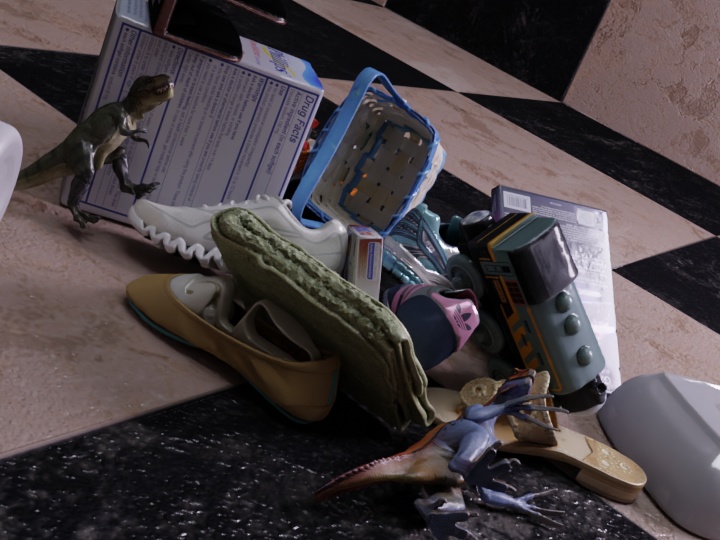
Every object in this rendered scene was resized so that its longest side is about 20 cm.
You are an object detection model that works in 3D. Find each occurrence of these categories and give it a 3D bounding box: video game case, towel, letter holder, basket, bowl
[{"bbox_3d":[0.196,0.022,1.030,0.141,0.202,0.019,10,-21,-27],"label":"video game case"},{"bbox_3d":[-0.029,0.038,0.792,0.199,0.149,0.037,32,66,28],"label":"towel"},{"bbox_3d":[-0.110,-0.259,0.934,0.141,0.101,0.200,18,21,-21],"label":"letter holder"},{"bbox_3d":[0.003,-0.115,1.139,0.138,0.177,0.200,32,3,19],"label":"basket"},{"bbox_3d":[0.338,0.168,0.953,0.198,0.075,0.200,15,21,-19],"label":"bowl"}]

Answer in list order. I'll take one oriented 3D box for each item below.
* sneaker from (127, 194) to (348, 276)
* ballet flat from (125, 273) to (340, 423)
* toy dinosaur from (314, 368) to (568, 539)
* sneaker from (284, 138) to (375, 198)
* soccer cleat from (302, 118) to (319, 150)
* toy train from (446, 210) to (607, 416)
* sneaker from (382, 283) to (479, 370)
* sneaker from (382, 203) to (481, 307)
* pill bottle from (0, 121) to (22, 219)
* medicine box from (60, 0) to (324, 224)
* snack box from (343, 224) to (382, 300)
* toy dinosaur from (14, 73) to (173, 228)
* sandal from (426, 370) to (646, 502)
[{"bbox_3d":[-0.105,-0.033,0.909,0.198,0.082,0.075,18,1,-2],"label":"sneaker"},{"bbox_3d":[-0.095,0.040,0.792,0.199,0.064,0.068,31,24,18],"label":"ballet flat"},{"bbox_3d":[0.078,0.115,0.749,0.198,0.106,0.182,20,17,-5],"label":"toy dinosaur"},{"bbox_3d":[-0.060,-0.138,1.264,0.092,0.076,0.199,31,20,31],"label":"sneaker"},{"bbox_3d":[-0.120,-0.175,1.104,0.077,0.070,0.200,23,0,28],"label":"soccer cleat"},{"bbox_3d":[0.150,0.040,0.901,0.085,0.202,0.114,-31,17,-25],"label":"toy train"},{"bbox_3d":[0.065,0.042,0.893,0.200,0.081,0.071,-78,144,-80],"label":"sneaker"},{"bbox_3d":[0.100,-0.003,1.046,0.199,0.087,0.078,28,9,-48],"label":"sneaker"},{"bbox_3d":[-0.363,-0.094,0.761,0.198,0.105,0.104,22,20,-6],"label":"pill bottle"},{"bbox_3d":[-0.160,-0.132,0.971,0.198,0.184,0.103,17,21,-19],"label":"medicine box"},{"bbox_3d":[0.000,0.000,0.907,0.024,0.073,0.200,3,5,-3],"label":"snack box"},{"bbox_3d":[-0.231,-0.091,0.891,0.089,0.199,0.047,59,3,-6],"label":"toy dinosaur"},{"bbox_3d":[0.152,0.119,0.866,0.210,0.070,0.078,24,20,-1],"label":"sandal"}]
